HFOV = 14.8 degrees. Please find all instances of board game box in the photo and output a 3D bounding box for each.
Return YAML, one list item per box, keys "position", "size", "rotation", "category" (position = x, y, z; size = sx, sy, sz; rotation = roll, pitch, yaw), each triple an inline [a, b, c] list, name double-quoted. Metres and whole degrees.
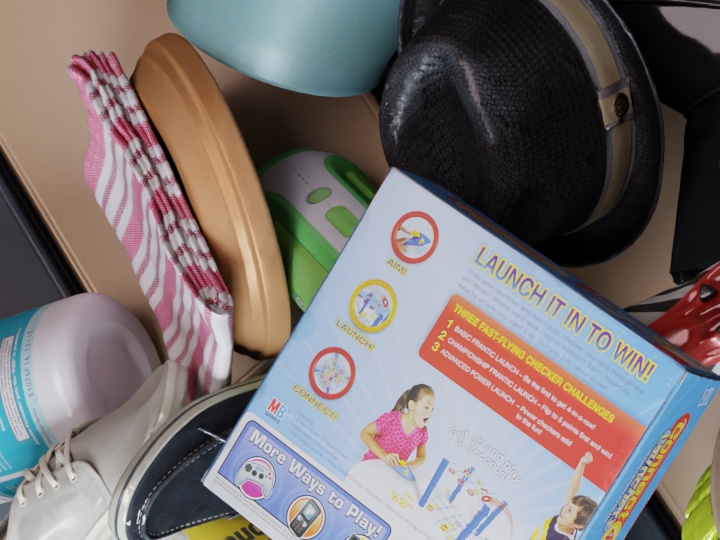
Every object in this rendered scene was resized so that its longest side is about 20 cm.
- position: [0.049, 0.082, 1.405]
  size: [0.200, 0.056, 0.196]
  rotation: [36, 99, 27]
  category: "board game box"

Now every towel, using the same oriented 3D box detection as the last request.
- position: [-0.122, -0.016, 1.618]
  size: [0.030, 0.147, 0.200]
  rotation: [-20, 63, -14]
  category: "towel"

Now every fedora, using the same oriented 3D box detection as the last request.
- position: [0.068, -0.077, 1.484]
  size: [0.200, 0.092, 0.201]
  rotation: [27, 134, 32]
  category: "fedora"

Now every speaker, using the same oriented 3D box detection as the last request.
- position: [0.000, 0.000, 1.568]
  size: [0.089, 0.088, 0.200]
  rotation: [-64, 31, 13]
  category: "speaker"

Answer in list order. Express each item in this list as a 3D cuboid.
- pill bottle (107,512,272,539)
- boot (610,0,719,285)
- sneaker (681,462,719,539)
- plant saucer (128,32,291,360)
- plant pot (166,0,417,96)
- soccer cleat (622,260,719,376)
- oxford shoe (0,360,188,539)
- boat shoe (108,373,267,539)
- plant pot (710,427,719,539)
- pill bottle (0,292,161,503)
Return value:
- position: [-0.053, 0.208, 1.614]
  size: [0.200, 0.112, 0.112]
  rotation: [41, 108, 29]
  category: "pill bottle"
- position: [0.179, -0.073, 1.512]
  size: [0.199, 0.076, 0.169]
  rotation: [4, 86, 25]
  category: "boot"
- position: [0.227, 0.180, 1.479]
  size: [0.074, 0.083, 0.201]
  rotation: [-27, 56, 33]
  category: "sneaker"
- position: [-0.095, -0.039, 1.621]
  size: [0.037, 0.200, 0.201]
  rotation: [-20, 74, -15]
  category: "plant saucer"
- position: [-0.021, -0.209, 1.579]
  size: [0.200, 0.200, 0.188]
  rotation: [34, 116, 27]
  category: "plant pot"
- position: [0.148, 0.048, 1.445]
  size: [0.200, 0.085, 0.069]
  rotation: [-28, 70, 13]
  category: "soccer cleat"
- position: [-0.167, 0.127, 1.623]
  size: [0.058, 0.075, 0.200]
  rotation: [33, 116, -15]
  category: "oxford shoe"
- position: [-0.056, 0.104, 1.585]
  size: [0.062, 0.200, 0.075]
  rotation: [38, 139, 36]
  category: "boat shoe"
- position: [0.270, 0.095, 1.399]
  size: [0.200, 0.093, 0.202]
  rotation: [-8, 63, 15]
  category: "plant pot"
- position: [-0.228, 0.089, 1.731]
  size: [0.199, 0.111, 0.111]
  rotation: [-17, 79, 29]
  category: "pill bottle"
